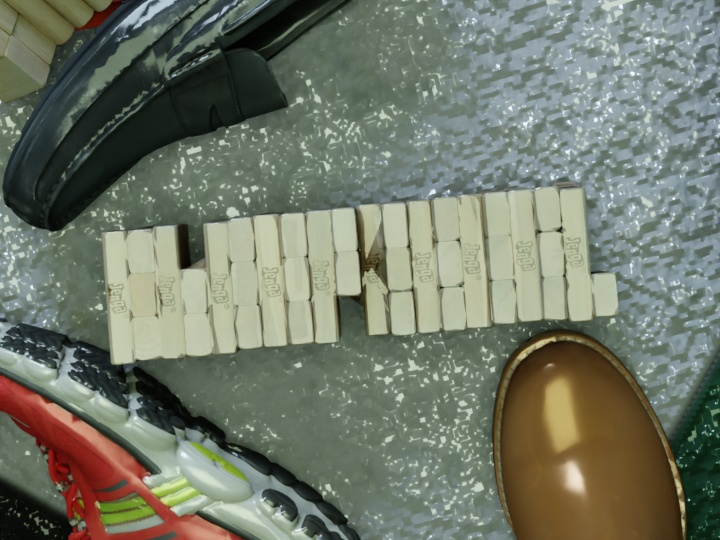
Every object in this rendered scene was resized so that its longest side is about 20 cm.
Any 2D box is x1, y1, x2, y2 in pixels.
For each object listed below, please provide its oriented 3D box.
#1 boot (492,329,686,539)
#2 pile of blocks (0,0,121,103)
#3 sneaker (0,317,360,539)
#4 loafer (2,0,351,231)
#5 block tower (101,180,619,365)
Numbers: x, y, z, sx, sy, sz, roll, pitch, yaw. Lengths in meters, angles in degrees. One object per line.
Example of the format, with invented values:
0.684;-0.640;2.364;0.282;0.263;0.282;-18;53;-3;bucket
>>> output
0.094;0.125;1.066;0.076;0.155;0.201;-5;91;2;boot
-0.100;-0.143;1.119;0.200;0.082;0.062;-43;126;10;pile of blocks
-0.095;0.091;1.113;0.200;0.077;0.085;35;97;1;sneaker
-0.058;-0.086;1.108;0.201;0.068;0.070;-45;81;-1;loafer
0.000;0.000;1.116;0.199;0.054;0.058;-4;92;1;block tower
